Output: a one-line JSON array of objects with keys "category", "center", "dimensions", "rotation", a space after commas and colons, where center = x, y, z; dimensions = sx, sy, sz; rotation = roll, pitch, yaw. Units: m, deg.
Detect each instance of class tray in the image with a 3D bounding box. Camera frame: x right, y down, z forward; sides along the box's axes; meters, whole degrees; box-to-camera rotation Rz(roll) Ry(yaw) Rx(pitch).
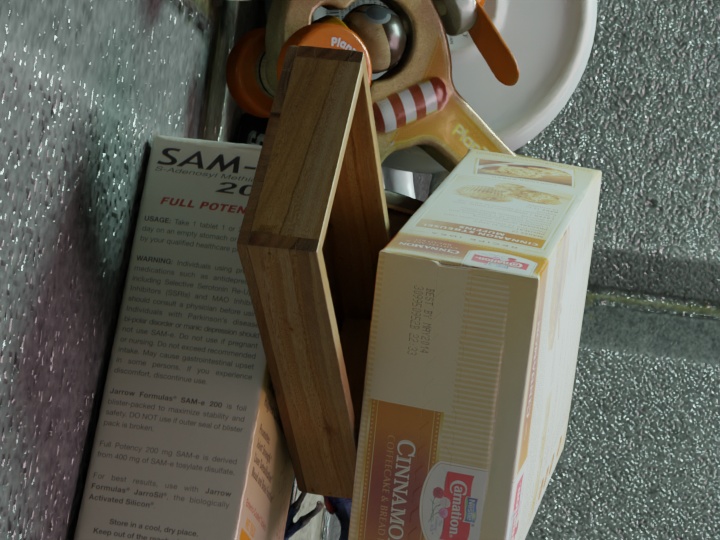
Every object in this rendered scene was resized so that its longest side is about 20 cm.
[{"category": "tray", "center": [-0.014, 0.007, 0.889], "dimensions": [0.200, 0.037, 0.099], "rotation": [79, 20, -55]}]

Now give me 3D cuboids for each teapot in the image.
[{"category": "teapot", "center": [0.031, -0.144, 1.167], "dimensions": [0.200, 0.197, 0.146], "rotation": [-51, -167, -7]}]

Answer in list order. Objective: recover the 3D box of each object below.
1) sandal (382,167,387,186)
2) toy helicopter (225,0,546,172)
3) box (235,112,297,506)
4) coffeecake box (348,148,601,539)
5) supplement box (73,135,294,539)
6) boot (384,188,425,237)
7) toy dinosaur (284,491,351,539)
[{"category": "sandal", "center": [0.008, -0.124, 1.279], "dimensions": [0.059, 0.079, 0.208], "rotation": [2, 95, -51]}, {"category": "toy helicopter", "center": [0.038, -0.093, 1.072], "dimensions": [0.133, 0.200, 0.079], "rotation": [-55, -156, -14]}, {"category": "box", "center": [-0.053, 0.037, 1.138], "dimensions": [0.159, 0.046, 0.201], "rotation": [79, 20, -67]}, {"category": "coffeecake box", "center": [0.057, 0.043, 0.974], "dimensions": [0.200, 0.073, 0.154], "rotation": [-48, 147, -69]}, {"category": "supplement box", "center": [-0.067, 0.056, 0.940], "dimensions": [0.126, 0.073, 0.201], "rotation": [74, 24, -71]}, {"category": "boot", "center": [0.000, 0.000, 1.091], "dimensions": [0.200, 0.073, 0.076], "rotation": [71, 37, -76]}, {"category": "toy dinosaur", "center": [-0.046, 0.171, 1.096], "dimensions": [0.105, 0.200, 0.181], "rotation": [55, 12, -3]}]
